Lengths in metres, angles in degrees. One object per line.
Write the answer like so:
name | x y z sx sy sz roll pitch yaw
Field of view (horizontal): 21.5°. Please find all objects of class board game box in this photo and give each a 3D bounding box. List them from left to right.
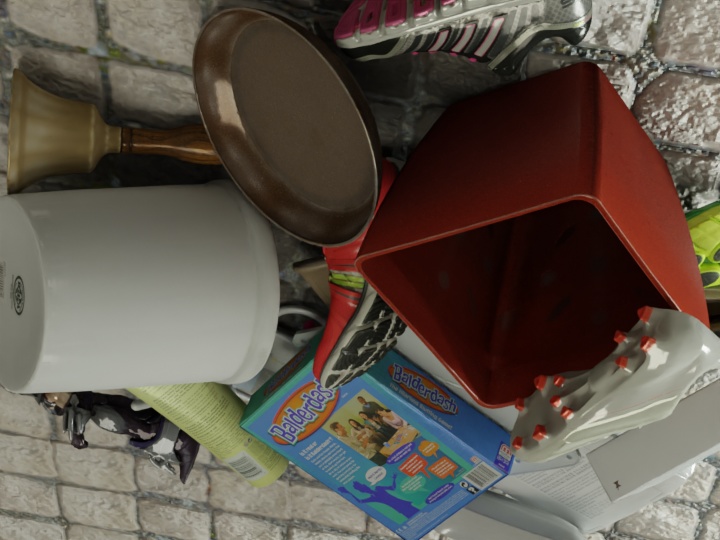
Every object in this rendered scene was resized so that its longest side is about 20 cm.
board game box | 0.015 0.143 1.670 0.200 0.045 0.152 36 133 -13
board game box | 0.069 0.106 1.666 0.200 0.026 0.200 -12 125 30

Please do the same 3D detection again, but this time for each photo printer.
photo printer | 0.184 0.156 1.751 0.200 0.070 0.166 30 139 -21

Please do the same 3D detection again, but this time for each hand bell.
hand bell | -0.182 -0.106 1.529 0.199 0.104 0.104 2 143 -9

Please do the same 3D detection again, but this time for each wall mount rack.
wall mount rack | -0.109 0.102 1.758 0.173 0.075 0.200 22 140 -7

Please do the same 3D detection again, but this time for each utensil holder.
utensil holder | -0.190 0.014 1.529 0.200 0.170 0.170 -4 152 -32

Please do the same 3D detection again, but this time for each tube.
tube | -0.141 0.120 1.699 0.052 0.058 0.200 -5 141 45

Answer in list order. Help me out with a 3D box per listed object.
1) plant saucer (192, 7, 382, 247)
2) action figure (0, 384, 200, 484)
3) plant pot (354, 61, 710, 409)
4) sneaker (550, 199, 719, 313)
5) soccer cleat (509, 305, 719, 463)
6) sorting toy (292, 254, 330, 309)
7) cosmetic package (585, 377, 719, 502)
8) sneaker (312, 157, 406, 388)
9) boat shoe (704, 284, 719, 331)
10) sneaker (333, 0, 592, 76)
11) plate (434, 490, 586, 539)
plant saucer | -0.050 -0.112 1.440 0.200 0.032 0.201 32 139 32
action figure | -0.250 0.134 1.807 0.200 0.130 0.070 19 106 -14
plant pot | 0.141 -0.038 1.432 0.200 0.177 0.200 -15 135 31
sneaker | 0.234 -0.017 1.521 0.200 0.084 0.074 -25 129 14
soccer cleat | 0.186 0.096 1.394 0.077 0.069 0.200 26 137 -23
sorting toy | 0.066 0.025 1.651 0.185 0.037 0.200 -13 140 28
cosmetic package | 0.301 0.120 1.581 0.200 0.052 0.151 -32 170 20
sneaker | 0.000 0.000 1.555 0.085 0.077 0.200 30 108 30
boat shoe | 0.251 0.031 1.579 0.200 0.065 0.072 -13 135 29
sneaker | 0.078 -0.176 1.359 0.199 0.074 0.088 -14 129 22
plate | 0.146 0.253 1.850 0.200 0.032 0.200 18 164 21
